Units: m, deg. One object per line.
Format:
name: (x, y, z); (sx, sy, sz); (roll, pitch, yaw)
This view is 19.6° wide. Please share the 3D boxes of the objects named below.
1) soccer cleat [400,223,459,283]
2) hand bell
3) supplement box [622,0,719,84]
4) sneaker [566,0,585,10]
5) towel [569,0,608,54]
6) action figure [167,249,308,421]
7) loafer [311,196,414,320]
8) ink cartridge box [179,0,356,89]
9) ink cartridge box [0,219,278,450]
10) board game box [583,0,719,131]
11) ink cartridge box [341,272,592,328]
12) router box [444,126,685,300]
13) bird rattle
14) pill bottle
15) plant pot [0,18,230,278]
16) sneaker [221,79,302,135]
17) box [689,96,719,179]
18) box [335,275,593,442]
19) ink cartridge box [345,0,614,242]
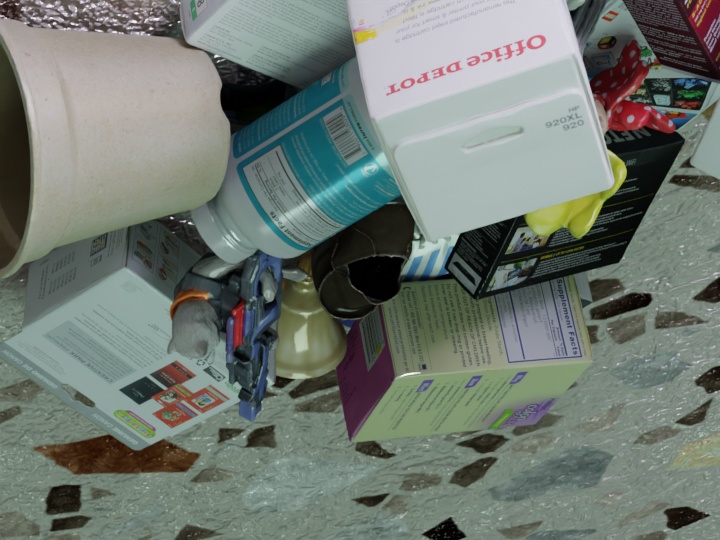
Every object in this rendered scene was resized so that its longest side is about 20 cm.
soccer cleat: (0.072, -0.033, 1.923); (0.199, 0.070, 0.086); (-29, 148, 25)
hand bell: (-0.049, -0.003, 1.928); (0.103, 0.104, 0.201); (-5, 138, -16)
supplement box: (0.251, -0.237, 1.599); (0.061, 0.109, 0.200); (19, 169, 30)
sneaker: (0.125, -0.231, 1.607); (0.083, 0.081, 0.200); (18, 136, -27)
towel: (0.114, -0.148, 1.682); (0.024, 0.147, 0.200); (44, 131, -14)
action figure: (-0.110, 0.025, 1.799); (0.104, 0.194, 0.201); (19, 127, 14)
loafer: (0.000, 0.000, 1.826); (0.073, 0.071, 0.200); (2, 153, -10)
ink cartridge box: (-0.016, -0.219, 1.588); (0.160, 0.050, 0.200); (19, 134, -39)
ink cartridge box: (-0.204, 0.056, 1.888); (0.175, 0.084, 0.200); (-28, 130, 27)
board game box: (0.243, -0.185, 1.773); (0.199, 0.035, 0.126); (14, 140, -39)
ink cartridge box: (0.099, 0.040, 2.088); (0.197, 0.047, 0.199); (-33, 148, 31)
router box: (0.183, -0.060, 1.852); (0.199, 0.051, 0.150); (-13, 139, -42)
bird rattle: (0.152, -0.116, 1.679); (0.162, 0.200, 0.113); (-10, 118, 27)
pill bottle: (-0.037, -0.082, 1.640); (0.199, 0.111, 0.111); (-30, 147, 22)
plant pot: (-0.207, -0.106, 1.585); (0.183, 0.201, 0.201); (-9, 152, -32)
sneaker: (-0.130, -0.112, 1.715); (0.199, 0.074, 0.081); (-20, 141, -2)
box: (0.363, -0.172, 1.663); (0.106, 0.200, 0.153); (27, 149, 9)
box: (0.095, 0.083, 2.000); (0.199, 0.097, 0.176); (-4, 157, -16)
ink cartridge box: (0.080, -0.153, 1.479); (0.146, 0.201, 0.145); (-17, 140, 9)
